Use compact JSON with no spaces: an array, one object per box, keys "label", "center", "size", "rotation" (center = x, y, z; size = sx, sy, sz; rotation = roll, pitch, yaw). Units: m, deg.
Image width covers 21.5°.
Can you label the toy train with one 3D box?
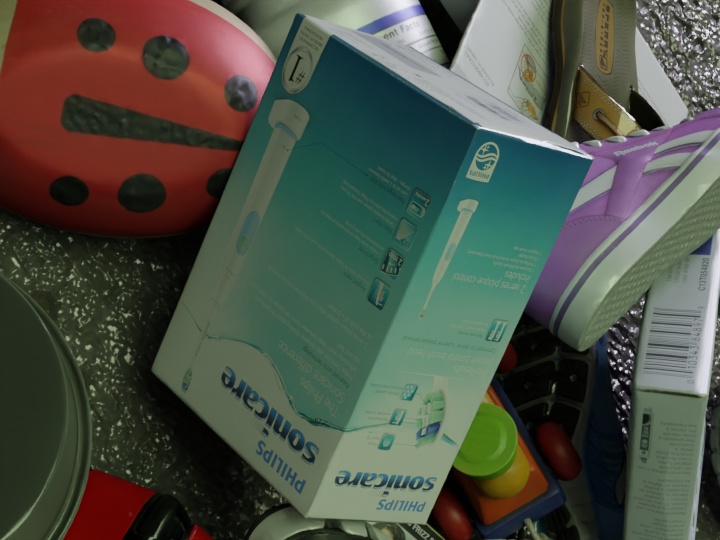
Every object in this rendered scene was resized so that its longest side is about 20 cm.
[{"label":"toy train","center":[0.072,0.104,0.979],"size":[0.085,0.116,0.200],"rotation":[-30,69,0]}]

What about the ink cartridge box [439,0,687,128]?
[{"label":"ink cartridge box","center":[0.108,-0.097,1.088],"size":[0.200,0.045,0.176],"rotation":[51,48,-33]}]

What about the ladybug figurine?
[{"label":"ladybug figurine","center":[-0.123,-0.080,0.945],"size":[0.199,0.072,0.136],"rotation":[6,101,-11]}]

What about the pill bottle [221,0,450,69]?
[{"label":"pill bottle","center":[-0.003,-0.092,1.029],"size":[0.112,0.112,0.200],"rotation":[-29,92,-33]}]

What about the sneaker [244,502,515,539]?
[{"label":"sneaker","center":[0.042,0.170,0.905],"size":[0.200,0.067,0.091],"rotation":[16,26,-24]}]

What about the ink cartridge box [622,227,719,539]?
[{"label":"ink cartridge box","center":[0.171,0.080,1.041],"size":[0.040,0.200,0.200],"rotation":[6,37,11]}]

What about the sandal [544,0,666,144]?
[{"label":"sandal","center":[0.145,-0.080,1.051],"size":[0.082,0.054,0.201],"rotation":[23,66,-47]}]

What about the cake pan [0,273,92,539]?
[{"label":"cake pan","center":[-0.221,0.069,0.864],"size":[0.200,0.037,0.201],"rotation":[5,64,-11]}]

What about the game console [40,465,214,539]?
[{"label":"game console","center":[-0.144,0.207,0.891],"size":[0.200,0.172,0.119],"rotation":[-59,150,-28]}]

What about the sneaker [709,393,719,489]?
[{"label":"sneaker","center":[0.281,0.074,1.165],"size":[0.076,0.091,0.200],"rotation":[40,62,-27]}]

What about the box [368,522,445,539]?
[{"label":"box","center":[-0.023,0.213,0.973],"size":[0.075,0.050,0.200],"rotation":[43,61,-15]}]

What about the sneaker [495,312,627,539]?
[{"label":"sneaker","center":[0.120,0.113,1.085],"size":[0.090,0.078,0.201],"rotation":[18,68,-48]}]

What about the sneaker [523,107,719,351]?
[{"label":"sneaker","center":[0.128,-0.053,0.974],"size":[0.114,0.073,0.200],"rotation":[36,49,22]}]

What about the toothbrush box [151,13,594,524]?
[{"label":"toothbrush box","center":[0.000,0.000,0.908],"size":[0.085,0.146,0.200],"rotation":[11,108,-43]}]
